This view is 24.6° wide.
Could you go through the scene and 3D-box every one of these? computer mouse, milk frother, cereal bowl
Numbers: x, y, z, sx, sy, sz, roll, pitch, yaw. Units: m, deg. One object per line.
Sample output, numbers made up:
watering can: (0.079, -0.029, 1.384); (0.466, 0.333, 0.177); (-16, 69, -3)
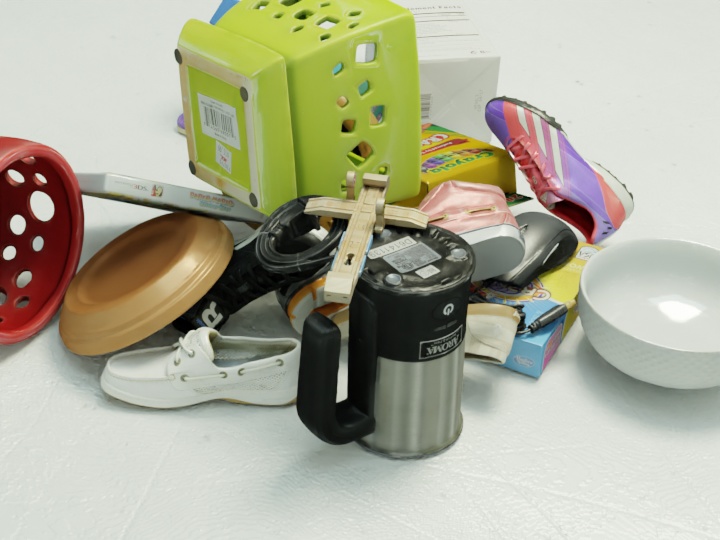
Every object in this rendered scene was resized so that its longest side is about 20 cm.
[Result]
computer mouse: (0.175, -0.007, 1.684); (0.199, 0.046, 0.140); (-27, 43, -37)
milk frother: (0.001, 0.046, 1.542); (0.179, 0.190, 0.200); (-9, 35, -17)
cereal bowl: (0.312, 0.054, 1.646); (0.198, 0.084, 0.201); (2, 35, -1)

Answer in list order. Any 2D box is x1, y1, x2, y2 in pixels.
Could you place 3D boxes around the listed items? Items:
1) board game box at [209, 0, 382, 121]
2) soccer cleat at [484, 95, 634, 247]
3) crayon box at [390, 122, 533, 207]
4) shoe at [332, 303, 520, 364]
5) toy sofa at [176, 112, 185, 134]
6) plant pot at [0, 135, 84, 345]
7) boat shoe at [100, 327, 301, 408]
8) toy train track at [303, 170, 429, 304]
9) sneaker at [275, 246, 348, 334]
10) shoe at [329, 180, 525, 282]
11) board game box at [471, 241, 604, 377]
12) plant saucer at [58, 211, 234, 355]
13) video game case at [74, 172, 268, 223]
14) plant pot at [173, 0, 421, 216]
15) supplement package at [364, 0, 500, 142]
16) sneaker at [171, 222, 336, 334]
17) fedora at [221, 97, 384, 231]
board game box: (-0.071, -0.246, 1.976); (0.199, 0.045, 0.152); (33, 0, 13)
soccer cleat: (0.204, -0.110, 1.793); (0.200, 0.068, 0.073); (42, 63, 7)
crayon box: (0.087, -0.109, 1.861); (0.126, 0.051, 0.199); (-20, 27, -30)
shoe: (0.059, 0.063, 1.616); (0.198, 0.054, 0.070); (-2, -16, 29)
toy sofa: (-0.130, -0.184, 1.966); (0.097, 0.083, 0.199); (-24, 42, -36)
plant pot: (-0.401, -0.038, 1.641); (0.181, 0.202, 0.201); (9, 33, 25)
boat shoe: (-0.150, 0.085, 1.580); (0.198, 0.070, 0.071); (-1, 36, -5)
toy train track: (-0.002, -0.040, 1.471); (0.113, 0.033, 0.201); (7, 35, 8)
sneaker: (0.000, 0.000, 1.713); (0.199, 0.079, 0.077); (-18, 34, -27)
shoe: (0.061, -0.028, 1.654); (0.198, 0.072, 0.091); (-13, 43, -1)
board game box: (0.153, 0.022, 1.720); (0.152, 0.041, 0.200); (16, 36, 19)
plant saucer: (-0.219, 0.005, 1.640); (0.199, 0.038, 0.201); (-25, 27, 14)
video game case: (-0.209, -0.077, 1.726); (0.180, 0.023, 0.200); (10, -1, -25)
plant pot: (-0.069, -0.167, 1.646); (0.180, 0.201, 0.199); (-21, 31, -30)
supplement package: (0.085, -0.255, 2.050); (0.118, 0.122, 0.201); (-5, 34, -13)
sneaker: (-0.118, 0.020, 1.638); (0.199, 0.073, 0.112); (-12, 39, 39)
fedora: (-0.067, -0.120, 1.839); (0.198, 0.203, 0.082); (-1, -3, -6)
